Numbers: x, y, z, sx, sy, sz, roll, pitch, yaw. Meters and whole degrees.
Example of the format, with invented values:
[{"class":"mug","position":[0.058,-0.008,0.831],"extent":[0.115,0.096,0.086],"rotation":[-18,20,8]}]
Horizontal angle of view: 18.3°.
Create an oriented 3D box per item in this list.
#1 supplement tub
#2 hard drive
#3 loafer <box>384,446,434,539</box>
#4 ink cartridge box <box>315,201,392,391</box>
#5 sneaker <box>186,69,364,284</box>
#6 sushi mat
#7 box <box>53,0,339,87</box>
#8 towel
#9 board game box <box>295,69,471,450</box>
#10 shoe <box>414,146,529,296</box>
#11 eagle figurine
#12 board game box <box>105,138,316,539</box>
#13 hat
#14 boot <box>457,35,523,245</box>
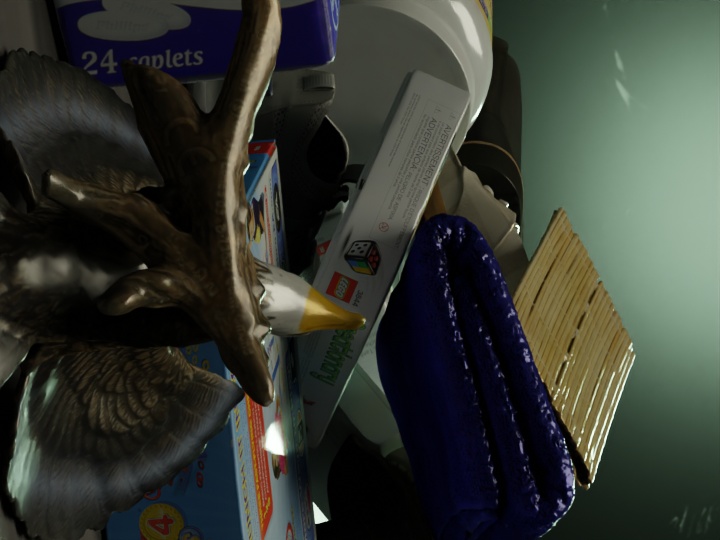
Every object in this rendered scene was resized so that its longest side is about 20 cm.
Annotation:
[{"class":"supplement tub","position":[0.005,-0.144,1.303],"extent":[0.200,0.145,0.146],"rotation":[-85,169,-57]},{"class":"hard drive","position":[-0.007,0.106,1.299],"extent":[0.132,0.027,0.200],"rotation":[48,-18,33]},{"class":"loafer","position":[0.061,0.157,1.235],"extent":[0.076,0.068,0.200],"rotation":[53,-17,34]},{"class":"ink cartridge box","position":[0.014,0.043,1.352],"extent":[0.200,0.050,0.162],"rotation":[61,5,-10]},{"class":"sneaker","position":[-0.035,-0.036,1.147],"extent":[0.200,0.082,0.075],"rotation":[75,13,-62]},{"class":"sushi mat","position":[0.107,0.035,1.136],"extent":[0.096,0.012,0.200],"rotation":[62,19,-8]},{"class":"box","position":[-0.066,-0.204,0.852],"extent":[0.184,0.105,0.200],"rotation":[-87,171,-51]},{"class":"towel","position":[0.044,0.064,1.050],"extent":[0.200,0.049,0.148],"rotation":[109,-39,-76]},{"class":"board game box","position":[0.000,0.000,1.105],"extent":[0.200,0.035,0.127],"rotation":[112,2,-68]},{"class":"shoe","position":[0.068,0.009,1.181],"extent":[0.070,0.053,0.200],"rotation":[90,-16,-63]},{"class":"eagle figurine","position":[-0.073,0.004,0.714],"extent":[0.152,0.151,0.200],"rotation":[-50,-166,-19]},{"class":"board game box","position":[-0.064,0.065,0.948],"extent":[0.196,0.056,0.201],"rotation":[-73,159,-73]},{"class":"hat","position":[-0.013,0.191,1.179],"extent":[0.201,0.081,0.201],"rotation":[167,-90,-73]},{"class":"boot","position":[0.076,-0.031,1.389],"extent":[0.139,0.077,0.200],"rotation":[-80,179,-47]}]
